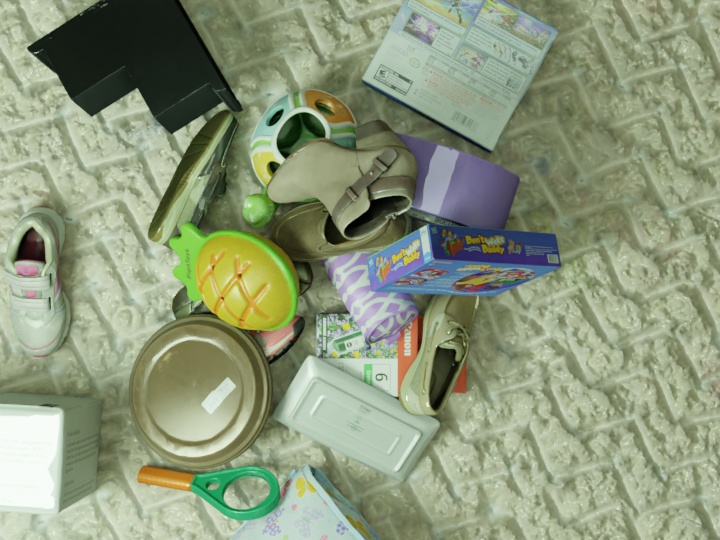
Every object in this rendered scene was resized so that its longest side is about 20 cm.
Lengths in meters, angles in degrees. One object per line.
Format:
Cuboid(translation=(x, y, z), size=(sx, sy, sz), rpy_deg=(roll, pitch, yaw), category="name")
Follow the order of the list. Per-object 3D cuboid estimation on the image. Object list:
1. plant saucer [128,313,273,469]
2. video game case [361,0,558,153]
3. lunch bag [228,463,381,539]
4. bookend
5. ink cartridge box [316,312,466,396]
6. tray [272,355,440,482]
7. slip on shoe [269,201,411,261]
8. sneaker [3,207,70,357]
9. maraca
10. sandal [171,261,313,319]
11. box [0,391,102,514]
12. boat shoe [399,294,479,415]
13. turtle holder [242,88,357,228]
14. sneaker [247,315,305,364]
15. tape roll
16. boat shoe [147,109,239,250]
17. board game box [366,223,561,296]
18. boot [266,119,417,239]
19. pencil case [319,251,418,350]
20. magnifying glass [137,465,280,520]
Cuboid(translation=(-0.210, 0.155, 1.711), size=(0.199, 0.029, 0.201), rpy_deg=(-2, 82, 14), category="plant saucer")
Cuboid(translation=(0.131, -0.282, 1.761), size=(0.200, 0.045, 0.182), rpy_deg=(29, 91, 2), category="video game case")
Cuboid(translation=(-0.063, 0.372, 1.712), size=(0.170, 0.127, 0.200), rpy_deg=(-45, 60, -1), category="lunch bag")
Cuboid(translation=(-0.291, -0.251, 1.729), size=(0.198, 0.092, 0.200), rpy_deg=(-32, 76, 2), category="bookend")
Cuboid(translation=(0.041, 0.111, 1.752), size=(0.199, 0.050, 0.109), rpy_deg=(0, 88, 2), category="ink cartridge box")
Cuboid(translation=(-0.005, 0.199, 1.732), size=(0.200, 0.022, 0.108), rpy_deg=(28, 109, -9), category="tray")
Cuboid(translation=(-0.036, -0.051, 1.650), size=(0.199, 0.061, 0.076), rpy_deg=(0, 84, 31), category="slip on shoe")
Cuboid(translation=(-0.433, 0.015, 1.750), size=(0.081, 0.088, 0.201), rpy_deg=(-5, 89, 2), category="sneaker")
Cuboid(translation=(-0.161, 0.007, 1.683), size=(0.199, 0.107, 0.138), rpy_deg=(17, 122, 28), category="maraca")
Cuboid(translation=(-0.154, 0.026, 1.764), size=(0.199, 0.055, 0.082), rpy_deg=(-25, 82, 15), category="sandal")
Cuboid(translation=(-0.450, 0.226, 1.690), size=(0.199, 0.199, 0.131), rpy_deg=(4, 88, 2), category="box")
Cuboid(translation=(0.115, 0.095, 1.715), size=(0.072, 0.065, 0.201), rpy_deg=(32, 72, -27), category="boat shoe")
Cuboid(translation=(-0.089, -0.154, 1.722), size=(0.185, 0.132, 0.141), rpy_deg=(-27, 89, 1), category="turtle holder")
Cuboid(translation=(-0.168, 0.103, 1.748), size=(0.200, 0.074, 0.087), rpy_deg=(-32, 87, 1), category="sneaker")
Cuboid(translation=(0.095, -0.106, 1.682), size=(0.199, 0.200, 0.085), rpy_deg=(19, 89, 2), category="tape roll")
Cuboid(translation=(-0.210, -0.115, 1.761), size=(0.066, 0.072, 0.201), rpy_deg=(34, 76, -26), category="boat shoe")
Cuboid(translation=(0.127, -0.010, 1.641), size=(0.199, 0.134, 0.045), rpy_deg=(3, 71, -34), category="board game box")
Cuboid(translation=(-0.023, -0.094, 1.585), size=(0.200, 0.070, 0.147), rpy_deg=(-31, 44, 21), category="boot")
Cuboid(translation=(0.000, 0.000, 1.711), size=(0.084, 0.086, 0.200), rpy_deg=(-28, 70, -3), category="pencil case")
Cuboid(translation=(-0.199, 0.283, 1.741), size=(0.199, 0.080, 0.022), rpy_deg=(8, 132, 18), category="magnifying glass")
